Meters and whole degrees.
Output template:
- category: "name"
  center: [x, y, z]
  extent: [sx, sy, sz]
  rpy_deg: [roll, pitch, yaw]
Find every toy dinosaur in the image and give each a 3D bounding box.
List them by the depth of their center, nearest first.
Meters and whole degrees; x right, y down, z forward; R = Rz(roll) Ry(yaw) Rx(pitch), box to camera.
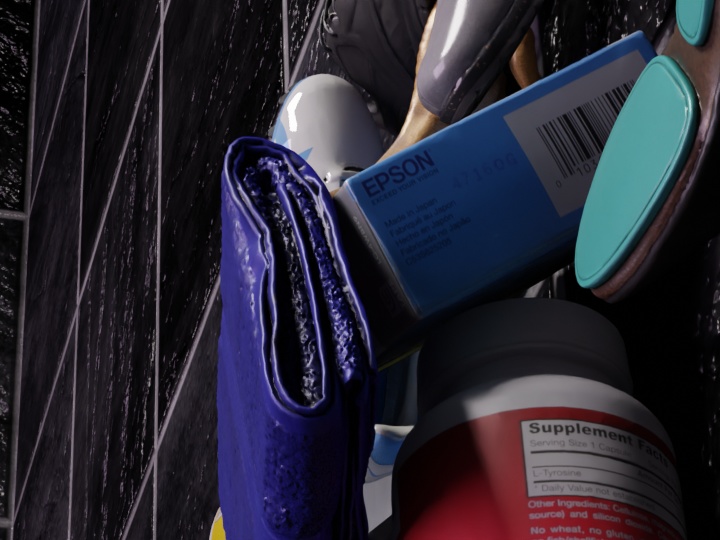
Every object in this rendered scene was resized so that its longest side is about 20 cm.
- category: "toy dinosaur"
  center: [0.047, -0.087, 1.138]
  extent: [0.200, 0.106, 0.060]
  rpy_deg: [-66, 16, -14]

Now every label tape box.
- category: "label tape box"
  center: [0.042, -0.015, 1.069]
  extent: [0.066, 0.143, 0.200]
  rpy_deg: [61, 161, 3]

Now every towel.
- category: "towel"
  center: [-0.024, 0.065, 1.003]
  extent: [0.200, 0.049, 0.148]
  rpy_deg: [95, 168, -46]

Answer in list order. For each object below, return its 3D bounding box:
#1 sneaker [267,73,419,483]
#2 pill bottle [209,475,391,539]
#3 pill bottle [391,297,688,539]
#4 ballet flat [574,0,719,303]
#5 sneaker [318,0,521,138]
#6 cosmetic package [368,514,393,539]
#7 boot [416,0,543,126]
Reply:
- category: "sneaker"
  center: [0.000, 0.000, 1.202]
  extent: [0.072, 0.072, 0.200]
  rpy_deg: [-25, 66, 48]
- category: "pill bottle"
  center: [-0.015, 0.137, 1.312]
  extent: [0.200, 0.112, 0.112]
  rpy_deg: [126, 149, -65]
- category: "pill bottle"
  center: [0.069, 0.113, 0.965]
  extent: [0.112, 0.112, 0.200]
  rpy_deg: [112, 160, -49]
- category: "ballet flat"
  center: [0.132, -0.070, 0.887]
  extent: [0.068, 0.068, 0.200]
  rpy_deg: [-100, 21, -56]
- category: "sneaker"
  center: [0.018, -0.126, 1.205]
  extent: [0.076, 0.091, 0.200]
  rpy_deg: [-55, -32, -36]
- category: "cosmetic package"
  center: [-0.003, 0.206, 1.070]
  extent: [0.200, 0.052, 0.151]
  rpy_deg: [-43, 46, 40]
- category: "boot"
  center: [0.021, -0.161, 1.045]
  extent: [0.070, 0.132, 0.200]
  rpy_deg: [126, 166, -60]
